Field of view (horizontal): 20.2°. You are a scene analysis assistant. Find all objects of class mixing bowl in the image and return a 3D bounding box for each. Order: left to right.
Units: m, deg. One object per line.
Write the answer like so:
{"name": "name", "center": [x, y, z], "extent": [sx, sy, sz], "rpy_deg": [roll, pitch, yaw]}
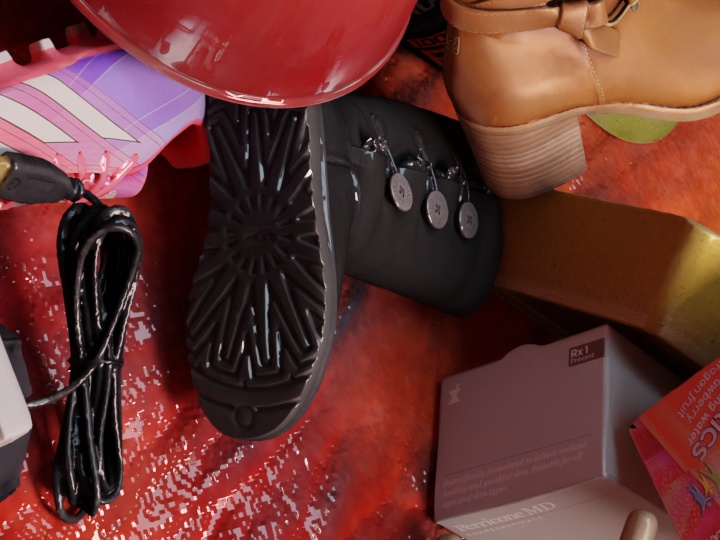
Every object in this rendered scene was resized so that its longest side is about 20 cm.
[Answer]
{"name": "mixing bowl", "center": [-0.033, -0.180, 0.810], "extent": [0.199, 0.108, 0.201], "rpy_deg": [17, 57, -28]}

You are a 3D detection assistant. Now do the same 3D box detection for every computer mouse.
{"name": "computer mouse", "center": [-0.142, 0.027, 0.711], "extent": [0.199, 0.046, 0.142], "rpy_deg": [3, 93, -51]}

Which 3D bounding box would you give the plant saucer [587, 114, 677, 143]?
{"name": "plant saucer", "center": [0.157, -0.177, 1.227], "extent": [0.199, 0.031, 0.201], "rpy_deg": [26, 55, -44]}

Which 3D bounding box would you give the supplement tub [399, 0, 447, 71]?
{"name": "supplement tub", "center": [0.052, -0.165, 1.013], "extent": [0.199, 0.122, 0.123], "rpy_deg": [26, 55, -42]}

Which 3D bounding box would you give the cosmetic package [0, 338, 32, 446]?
{"name": "cosmetic package", "center": [-0.227, 0.012, 0.518], "extent": [0.165, 0.199, 0.166], "rpy_deg": [-25, 93, -53]}

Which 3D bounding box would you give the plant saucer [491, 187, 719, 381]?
{"name": "plant saucer", "center": [0.152, 0.027, 1.014], "extent": [0.200, 0.200, 0.049], "rpy_deg": [34, 80, -34]}

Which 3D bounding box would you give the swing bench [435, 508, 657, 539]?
{"name": "swing bench", "center": [0.128, 0.240, 0.929], "extent": [0.199, 0.129, 0.201], "rpy_deg": [32, 56, -40]}

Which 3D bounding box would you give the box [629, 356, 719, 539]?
{"name": "box", "center": [0.228, 0.107, 0.930], "extent": [0.200, 0.102, 0.095], "rpy_deg": [29, 31, -44]}

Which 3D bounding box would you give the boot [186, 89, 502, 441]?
{"name": "boot", "center": [0.000, -0.001, 0.922], "extent": [0.200, 0.065, 0.166], "rpy_deg": [16, 78, -64]}

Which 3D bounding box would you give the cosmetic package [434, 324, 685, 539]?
{"name": "cosmetic package", "center": [0.136, 0.113, 1.009], "extent": [0.199, 0.106, 0.091], "rpy_deg": [30, 51, -39]}

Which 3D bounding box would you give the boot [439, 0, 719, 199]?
{"name": "boot", "center": [0.124, -0.136, 0.937], "extent": [0.199, 0.074, 0.155], "rpy_deg": [-35, 137, -19]}

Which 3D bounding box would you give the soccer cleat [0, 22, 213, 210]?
{"name": "soccer cleat", "center": [-0.122, -0.052, 0.796], "extent": [0.200, 0.066, 0.077], "rpy_deg": [-35, 107, -55]}
